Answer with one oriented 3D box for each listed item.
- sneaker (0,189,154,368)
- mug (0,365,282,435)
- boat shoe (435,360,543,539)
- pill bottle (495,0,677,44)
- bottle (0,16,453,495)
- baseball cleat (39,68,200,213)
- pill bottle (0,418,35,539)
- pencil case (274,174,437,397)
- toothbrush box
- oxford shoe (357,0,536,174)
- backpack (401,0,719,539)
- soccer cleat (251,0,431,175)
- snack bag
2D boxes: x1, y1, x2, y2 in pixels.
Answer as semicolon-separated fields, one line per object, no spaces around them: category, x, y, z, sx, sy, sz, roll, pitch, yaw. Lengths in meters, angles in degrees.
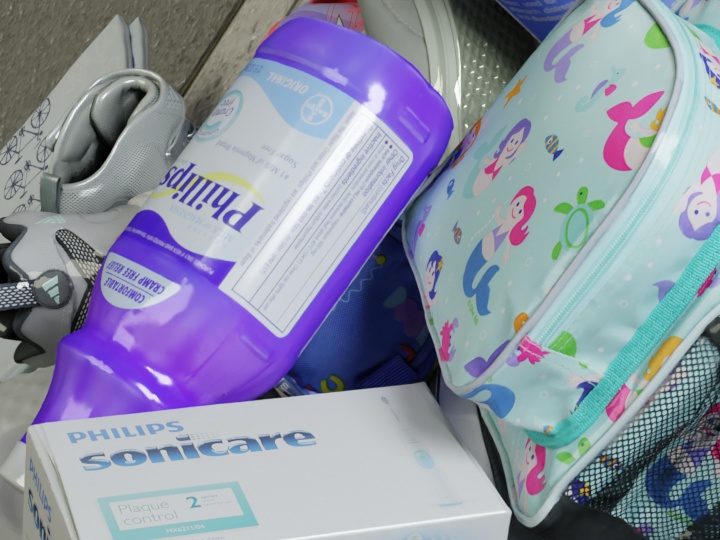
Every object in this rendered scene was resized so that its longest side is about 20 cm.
sneaker;-0.110;-0.001;1.017;0.200;0.139;0.078;34;-132;-86
mug;-0.113;0.093;1.076;0.175;0.148;0.200;-21;37;20
boat shoe;0.044;0.098;0.899;0.067;0.073;0.201;-36;38;33
pill bottle;0.076;-0.158;0.933;0.112;0.200;0.112;-25;45;29
bottle;-0.051;0.005;0.855;0.200;0.065;0.083;-54;38;-9
baseball cleat;-0.080;-0.053;1.137;0.070;0.200;0.107;15;119;24
pill bottle;-0.094;0.162;0.937;0.113;0.112;0.201;-112;16;-55
pencil case;0.000;0.000;0.992;0.078;0.087;0.200;-24;10;7
toothbrush box;-0.040;0.148;0.828;0.085;0.146;0.201;-125;37;-54
oxford shoe;0.032;-0.090;1.001;0.058;0.201;0.075;-10;14;38
backpack;0.117;-0.012;0.819;0.200;0.150;0.178;-44;27;17
soccer cleat;0.006;-0.096;1.150;0.077;0.067;0.200;-56;26;-4
snack bag;-0.174;-0.022;1.306;0.189;0.021;0.200;-44;33;26
